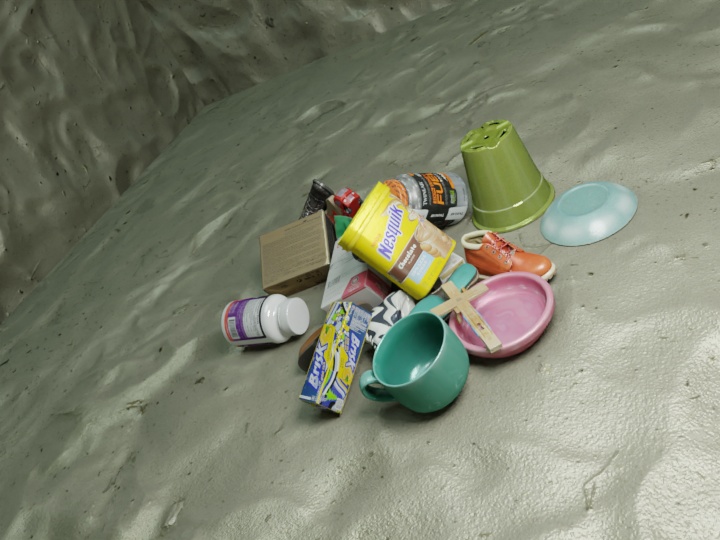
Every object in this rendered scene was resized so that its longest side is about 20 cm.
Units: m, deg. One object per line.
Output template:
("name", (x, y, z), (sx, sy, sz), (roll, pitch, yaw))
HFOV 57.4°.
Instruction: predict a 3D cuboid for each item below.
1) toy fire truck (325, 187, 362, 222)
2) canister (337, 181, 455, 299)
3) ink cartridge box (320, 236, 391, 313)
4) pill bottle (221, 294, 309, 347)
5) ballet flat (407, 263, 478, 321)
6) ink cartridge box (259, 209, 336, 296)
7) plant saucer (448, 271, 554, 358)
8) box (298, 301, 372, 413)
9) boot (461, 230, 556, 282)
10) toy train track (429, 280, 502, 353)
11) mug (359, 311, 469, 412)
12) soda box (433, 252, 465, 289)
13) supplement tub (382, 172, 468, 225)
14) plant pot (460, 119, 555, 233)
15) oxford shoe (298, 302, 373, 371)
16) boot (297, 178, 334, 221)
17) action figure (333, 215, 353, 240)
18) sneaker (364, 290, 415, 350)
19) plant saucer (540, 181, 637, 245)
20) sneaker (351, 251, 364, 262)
("toy fire truck", (-0.050, -0.155, 1.741), (0.049, 0.202, 0.140), (-42, 60, -19))
("canister", (0.075, -0.056, 1.303), (0.150, 0.198, 0.087), (-57, 6, -17))
("ink cartridge box", (0.000, 0.000, 1.467), (0.144, 0.084, 0.203), (-28, 39, 37))
("pill bottle", (-0.220, 0.115, 1.532), (0.196, 0.113, 0.112), (-9, 36, 33))
("ballet flat", (0.165, 0.070, 1.294), (0.199, 0.068, 0.068), (-39, 57, -21))
("ink cartridge box", (-0.156, -0.039, 1.680), (0.196, 0.075, 0.168), (-20, 56, 18))
("plant saucer", (0.260, 0.087, 1.199), (0.197, 0.051, 0.202), (-24, 31, 15))
("box", (-0.047, 0.166, 1.271), (0.069, 0.064, 0.204), (-3, 63, 52))
("boot", (0.283, -0.026, 1.288), (0.197, 0.108, 0.075), (7, 45, 45))
("toy train track", (0.198, 0.086, 1.180), (0.113, 0.033, 0.201), (-26, 36, -4))
("mug", (0.102, 0.167, 1.151), (0.183, 0.114, 0.154), (-7, 48, 46))
("soda box", (0.156, -0.015, 1.428), (0.068, 0.064, 0.200), (-36, 31, -10))
("supplement tub", (0.142, -0.162, 1.516), (0.197, 0.126, 0.122), (-8, 16, -35))
("plant pot", (0.310, -0.223, 1.466), (0.197, 0.192, 0.202), (-22, 30, 14))
("oxford shoe", (-0.057, 0.126, 1.395), (0.199, 0.072, 0.072), (-37, 24, 9))
("boot", (-0.147, -0.142, 1.797), (0.176, 0.069, 0.201), (-56, -6, -19))
("action figure", (0.033, -0.085, 1.625), (0.196, 0.120, 0.055), (2, 30, 31))
("sneaker", (0.040, 0.146, 1.298), (0.129, 0.079, 0.203), (-30, 45, 40))
("plant saucer", (0.459, -0.130, 1.345), (0.198, 0.039, 0.203), (-23, 31, 14))
("sneaker", (0.065, -0.080, 1.399), (0.196, 0.075, 0.088), (-8, 50, -23))
